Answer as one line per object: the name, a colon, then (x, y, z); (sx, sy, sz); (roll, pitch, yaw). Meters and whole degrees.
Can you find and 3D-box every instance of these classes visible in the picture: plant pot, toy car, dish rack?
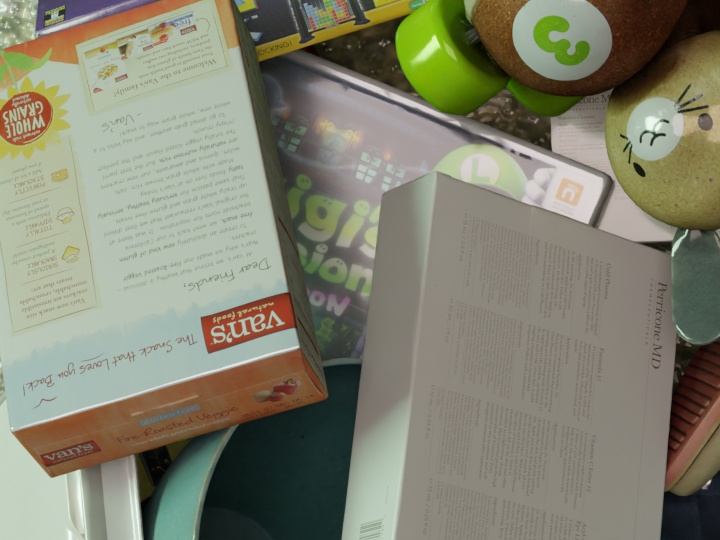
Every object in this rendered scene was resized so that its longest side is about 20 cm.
plant pot: (-0.032, 0.151, 1.314); (0.200, 0.135, 0.201); (10, 73, -35)
toy car: (0.144, -0.073, 1.278); (0.164, 0.158, 0.200); (-36, 71, 32)
dish rack: (-0.152, 0.122, 1.331); (0.043, 0.200, 0.172); (1, 70, -22)

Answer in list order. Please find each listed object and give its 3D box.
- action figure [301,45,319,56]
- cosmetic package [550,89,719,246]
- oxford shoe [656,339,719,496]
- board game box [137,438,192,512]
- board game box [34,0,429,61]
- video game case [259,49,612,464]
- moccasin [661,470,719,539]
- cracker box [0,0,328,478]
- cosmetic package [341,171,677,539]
action figure: (-0.124, -0.081, 1.424); (0.200, 0.099, 0.065); (-31, 83, 8)
cosmetic package: (0.196, -0.055, 1.397); (0.199, 0.051, 0.083); (-2, 89, 8)
oxford shoe: (0.216, 0.039, 1.331); (0.075, 0.070, 0.200); (40, 92, -13)
board game box: (-0.091, 0.104, 1.430); (0.135, 0.035, 0.201); (-1, 87, 8)
board game box: (-0.059, -0.164, 1.384); (0.199, 0.165, 0.057); (-17, 121, 6)
video game case: (0.000, 0.000, 1.386); (0.200, 0.023, 0.182); (22, 90, 9)
moccasin: (0.166, 0.111, 1.389); (0.199, 0.080, 0.068); (11, 84, -6)
cracker box: (-0.100, -0.020, 1.257); (0.134, 0.058, 0.200); (-16, 59, 6)
cosmetic package: (0.072, 0.072, 1.292); (0.150, 0.052, 0.201); (18, 69, -28)
